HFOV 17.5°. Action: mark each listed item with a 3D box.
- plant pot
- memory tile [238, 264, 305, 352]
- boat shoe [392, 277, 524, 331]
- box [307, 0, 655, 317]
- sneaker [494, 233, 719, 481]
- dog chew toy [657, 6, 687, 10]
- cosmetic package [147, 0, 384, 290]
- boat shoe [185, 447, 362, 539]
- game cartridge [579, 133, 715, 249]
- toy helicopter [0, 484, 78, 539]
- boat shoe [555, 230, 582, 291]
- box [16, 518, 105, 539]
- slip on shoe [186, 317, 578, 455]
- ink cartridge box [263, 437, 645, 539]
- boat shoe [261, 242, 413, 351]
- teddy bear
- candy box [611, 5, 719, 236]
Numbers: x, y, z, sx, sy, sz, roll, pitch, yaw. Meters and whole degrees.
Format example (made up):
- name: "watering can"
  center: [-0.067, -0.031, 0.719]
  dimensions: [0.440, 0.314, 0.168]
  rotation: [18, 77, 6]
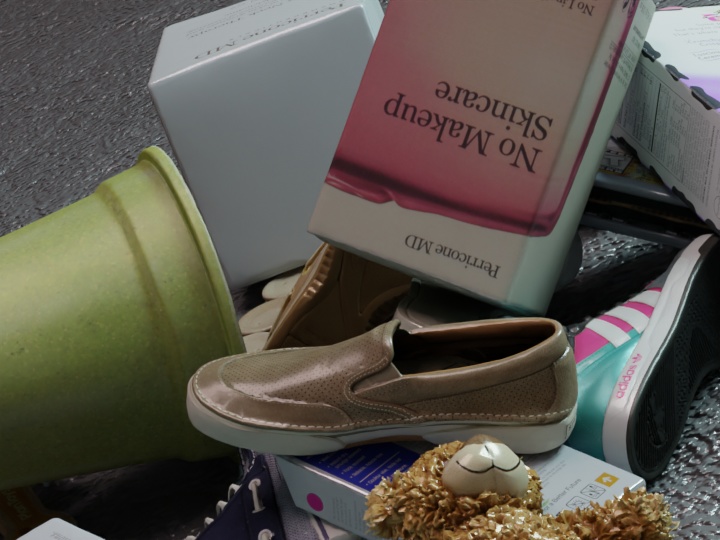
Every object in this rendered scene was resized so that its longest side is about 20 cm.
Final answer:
- name: "plant pot"
  center: [-0.180, 0.048, 1.397]
  dimensions: [0.184, 0.201, 0.200]
  rotation: [-18, 19, -14]
- name: "memory tile"
  center: [0.006, 0.020, 1.573]
  dimensions: [0.200, 0.017, 0.153]
  rotation: [-14, 22, 25]
- name: "boat shoe"
  center: [0.053, 0.045, 1.383]
  dimensions: [0.073, 0.063, 0.200]
  rotation: [17, 11, 12]
- name: "box"
  center: [0.071, -0.088, 1.335]
  dimensions: [0.128, 0.200, 0.109]
  rotation: [20, 0, 16]
- name: "sneaker"
  center: [0.131, 0.045, 1.296]
  dimensions: [0.121, 0.084, 0.200]
  rotation: [1, 31, 29]
- name: "dog chew toy"
  center: [0.184, -0.122, 1.603]
  dimensions: [0.124, 0.125, 0.200]
  rotation: [-3, 20, 42]
- name: "cosmetic package"
  center: [-0.046, -0.112, 1.720]
  dimensions: [0.167, 0.166, 0.200]
  rotation: [-20, 17, 5]
- name: "boat shoe"
  center: [-0.061, 0.138, 1.265]
  dimensions: [0.093, 0.075, 0.200]
  rotation: [-18, 20, -10]
- name: "game cartridge"
  center: [0.189, -0.058, 1.422]
  dimensions: [0.200, 0.042, 0.133]
  rotation: [14, 33, 17]
- name: "toy helicopter"
  center: [-0.236, 0.139, 1.460]
  dimensions: [0.132, 0.079, 0.200]
  rotation: [-24, 32, -21]
- name: "boat shoe"
  center: [0.085, -0.033, 1.498]
  dimensions: [0.200, 0.064, 0.071]
  rotation: [33, 99, 50]
- name: "box"
  center: [-0.147, 0.232, 1.048]
  dimensions: [0.200, 0.131, 0.199]
  rotation: [-33, 23, -25]
- name: "slip on shoe"
  center: [0.010, 0.053, 1.192]
  dimensions: [0.200, 0.061, 0.076]
  rotation: [4, 33, 8]
- name: "ink cartridge box"
  center: [0.037, 0.105, 1.196]
  dimensions: [0.200, 0.037, 0.095]
  rotation: [24, 40, 31]
- name: "boat shoe"
  center: [0.000, 0.000, 1.473]
  dimensions: [0.200, 0.074, 0.069]
  rotation: [-50, 13, 3]
- name: "teddy bear"
  center: [0.078, 0.143, 1.059]
  dimensions: [0.145, 0.067, 0.200]
  rotation: [-12, 43, 2]
- name: "candy box"
  center: [0.252, -0.091, 1.379]
  dimensions: [0.168, 0.072, 0.200]
  rotation: [-6, 28, -19]
